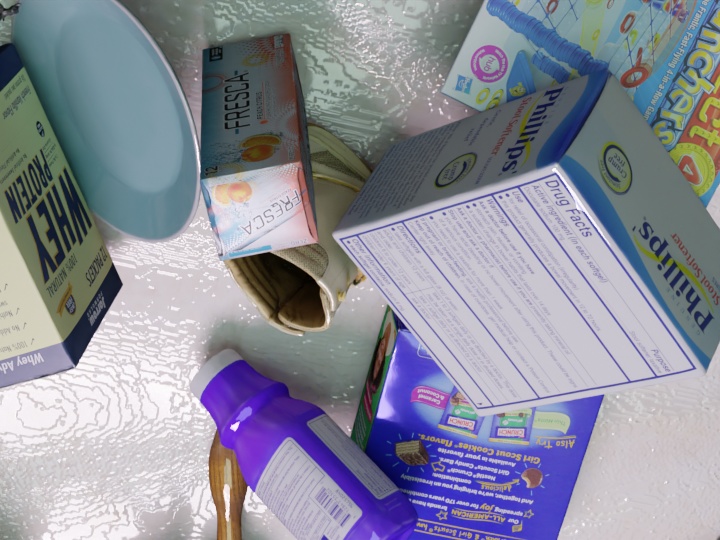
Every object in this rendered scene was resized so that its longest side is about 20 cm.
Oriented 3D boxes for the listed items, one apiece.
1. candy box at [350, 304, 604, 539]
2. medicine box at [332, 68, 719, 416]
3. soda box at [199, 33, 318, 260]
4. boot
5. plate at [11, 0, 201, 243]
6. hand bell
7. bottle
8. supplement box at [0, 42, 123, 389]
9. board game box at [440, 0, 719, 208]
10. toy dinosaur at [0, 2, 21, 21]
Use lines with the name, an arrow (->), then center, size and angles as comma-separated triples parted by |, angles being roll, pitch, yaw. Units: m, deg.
candy box -> 0.081, 0.135, 1.284 | 0.169, 0.077, 0.200 | 12, 110, -8
medicine box -> 0.119, -0.011, 1.105 | 0.200, 0.103, 0.182 | -16, 122, 42
soda box -> -0.070, -0.087, 1.121 | 0.068, 0.200, 0.064 | -10, 122, 2
boot -> 0.000, 0.000, 1.179 | 0.200, 0.156, 0.073 | 40, 127, -14
plate -> -0.170, -0.114, 1.144 | 0.026, 0.200, 0.200 | -33, 116, -35
hand bell -> -0.103, 0.215, 1.317 | 0.104, 0.104, 0.200 | 1, 99, -3
bottle -> -0.047, 0.142, 1.241 | 0.200, 0.065, 0.084 | 44, 128, 21
supplement box -> -0.307, -0.021, 1.161 | 0.200, 0.134, 0.200 | -16, 112, 14
board game box -> 0.185, -0.165, 1.116 | 0.196, 0.056, 0.200 | 27, 100, 5
toy dinosaur -> -0.255, -0.215, 1.137 | 0.047, 0.088, 0.200 | -7, 121, -41
